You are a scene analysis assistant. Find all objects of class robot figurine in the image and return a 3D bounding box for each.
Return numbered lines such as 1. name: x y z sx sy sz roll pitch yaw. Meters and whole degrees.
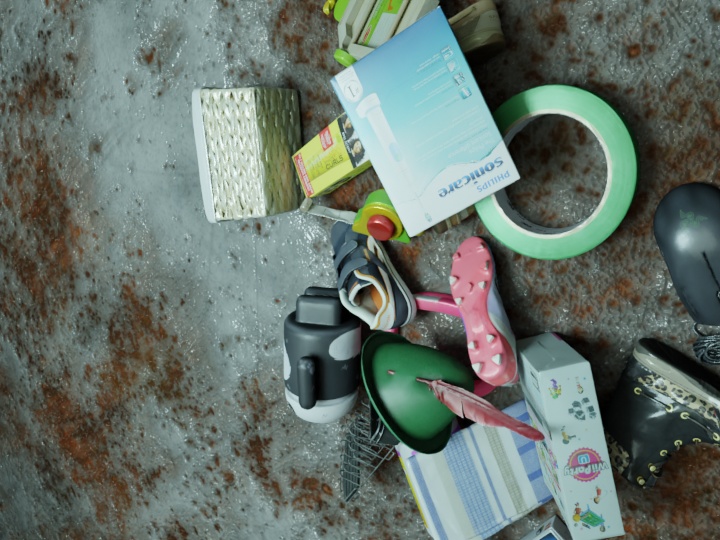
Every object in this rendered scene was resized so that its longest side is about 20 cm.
1. robot figurine: -0.061 0.131 0.876 0.123 0.147 0.206 19 114 47

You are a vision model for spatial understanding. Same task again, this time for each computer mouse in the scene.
1. computer mouse: 0.392 0.001 0.619 0.137 0.052 0.204 -31 85 36

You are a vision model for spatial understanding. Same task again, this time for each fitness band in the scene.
1. fitness band: 0.121 0.109 0.839 0.195 0.037 0.148 10 111 32

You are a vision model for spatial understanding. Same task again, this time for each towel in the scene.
1. towel: 0.170 0.286 0.789 0.196 0.024 0.150 -24 91 -8

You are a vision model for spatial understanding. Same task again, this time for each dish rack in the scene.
1. dish rack: 0.004 0.252 0.890 0.053 0.155 0.202 23 123 -14

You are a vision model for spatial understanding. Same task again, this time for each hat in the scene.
1. hat: 0.122 0.125 0.722 0.176 0.165 0.202 -41 82 33

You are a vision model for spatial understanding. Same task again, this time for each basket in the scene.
1. basket: -0.167 -0.183 0.891 0.120 0.135 0.207 4 105 27

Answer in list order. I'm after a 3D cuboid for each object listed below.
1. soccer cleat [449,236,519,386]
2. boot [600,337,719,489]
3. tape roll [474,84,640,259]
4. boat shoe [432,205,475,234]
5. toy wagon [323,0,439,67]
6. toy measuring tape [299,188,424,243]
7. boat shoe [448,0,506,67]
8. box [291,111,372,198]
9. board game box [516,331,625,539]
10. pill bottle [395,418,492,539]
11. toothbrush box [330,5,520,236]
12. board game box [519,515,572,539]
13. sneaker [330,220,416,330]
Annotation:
1. soccer cleat: 0.165 0.053 0.752 0.066 0.076 0.205 -24 55 29
2. boot: 0.378 0.196 0.668 0.199 0.072 0.153 38 119 24
3. tape roll: 0.232 -0.118 0.695 0.196 0.048 0.207 10 108 31
4. boat shoe: 0.092 -0.153 0.776 0.075 0.072 0.204 -27 81 3
5. toy wagon: 0.020 -0.343 0.752 0.199 0.039 0.158 36 101 47
6. toy measuring tape: 0.002 -0.091 0.826 0.195 0.074 0.076 16 112 13
7. boat shoe: 0.089 -0.281 0.739 0.195 0.071 0.067 -15 87 28
8. box: -0.027 -0.168 0.811 0.198 0.049 0.077 -17 94 58
9. board game box: 0.251 0.195 0.704 0.062 0.148 0.206 -13 96 6
10. pill bottle: 0.128 0.322 0.847 0.102 0.103 0.205 -20 92 35
11. toothbrush box: 0.078 -0.167 0.662 0.144 0.085 0.203 -27 98 19
12. board game box: 0.262 0.466 0.839 0.126 0.034 0.201 46 122 14
13. sneaker: 0.000 0.000 0.840 0.201 0.078 0.079 53 133 27
